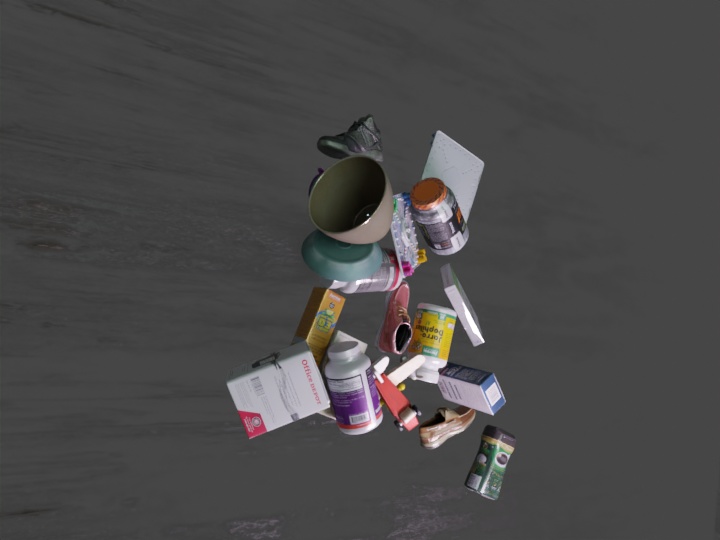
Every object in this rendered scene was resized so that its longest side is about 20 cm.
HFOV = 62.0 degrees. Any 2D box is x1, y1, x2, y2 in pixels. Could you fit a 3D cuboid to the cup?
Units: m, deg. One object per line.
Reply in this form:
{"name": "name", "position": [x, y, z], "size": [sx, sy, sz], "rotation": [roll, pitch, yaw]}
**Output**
{"name": "cup", "position": [-0.001, -0.141, 1.379], "size": [0.143, 0.199, 0.202], "rotation": [42, 68, -52]}

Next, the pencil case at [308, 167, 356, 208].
{"name": "pencil case", "position": [-0.028, -0.181, 1.497], "size": [0.198, 0.085, 0.094], "rotation": [16, 83, -32]}

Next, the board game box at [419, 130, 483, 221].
{"name": "board game box", "position": [0.252, -0.261, 1.707], "size": [0.199, 0.026, 0.202], "rotation": [26, 77, -32]}

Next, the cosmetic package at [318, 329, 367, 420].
{"name": "cosmetic package", "position": [-0.071, 0.255, 1.488], "size": [0.103, 0.073, 0.202], "rotation": [27, 78, -31]}

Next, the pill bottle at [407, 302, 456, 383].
{"name": "pill bottle", "position": [0.190, 0.198, 1.634], "size": [0.112, 0.112, 0.202], "rotation": [18, 82, -32]}

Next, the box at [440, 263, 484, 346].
{"name": "box", "position": [0.285, 0.095, 1.686], "size": [0.036, 0.145, 0.201], "rotation": [-24, 110, 13]}

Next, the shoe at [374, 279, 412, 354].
{"name": "shoe", "position": [0.105, 0.123, 1.589], "size": [0.071, 0.091, 0.202], "rotation": [25, 78, -31]}

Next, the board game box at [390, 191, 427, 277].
{"name": "board game box", "position": [0.122, -0.100, 1.560], "size": [0.200, 0.026, 0.202], "rotation": [-33, 111, -68]}

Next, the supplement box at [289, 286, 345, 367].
{"name": "supplement box", "position": [-0.110, 0.144, 1.462], "size": [0.066, 0.069, 0.202], "rotation": [28, 75, -31]}

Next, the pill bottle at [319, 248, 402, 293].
{"name": "pill bottle", "position": [0.000, 0.000, 1.504], "size": [0.198, 0.110, 0.112], "rotation": [-3, 93, -33]}

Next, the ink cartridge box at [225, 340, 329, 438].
{"name": "ink cartridge box", "position": [-0.185, 0.267, 1.361], "size": [0.198, 0.083, 0.147], "rotation": [-20, 103, -6]}

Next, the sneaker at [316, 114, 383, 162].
{"name": "sneaker", "position": [-0.026, -0.337, 1.502], "size": [0.198, 0.076, 0.116], "rotation": [0, 90, -37]}

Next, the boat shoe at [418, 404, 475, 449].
{"name": "boat shoe", "position": [0.245, 0.428, 1.702], "size": [0.199, 0.075, 0.075], "rotation": [-27, 102, -31]}

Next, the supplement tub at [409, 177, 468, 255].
{"name": "supplement tub", "position": [0.208, -0.145, 1.598], "size": [0.123, 0.122, 0.200], "rotation": [-56, 140, -19]}

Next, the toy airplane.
{"name": "toy airplane", "position": [0.062, 0.302, 1.539], "size": [0.198, 0.141, 0.202], "rotation": [7, 91, -11]}

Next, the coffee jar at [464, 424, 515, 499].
{"name": "coffee jar", "position": [0.391, 0.571, 1.794], "size": [0.104, 0.085, 0.202], "rotation": [30, 76, -27]}

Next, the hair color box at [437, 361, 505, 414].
{"name": "hair color box", "position": [0.297, 0.321, 1.656], "size": [0.060, 0.199, 0.101], "rotation": [-35, 110, -27]}

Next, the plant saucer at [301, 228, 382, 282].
{"name": "plant saucer", "position": [-0.042, -0.055, 1.435], "size": [0.199, 0.200, 0.036], "rotation": [-22, 141, -31]}

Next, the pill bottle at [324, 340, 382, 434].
{"name": "pill bottle", "position": [-0.020, 0.274, 1.412], "size": [0.112, 0.112, 0.202], "rotation": [-19, 102, -31]}
